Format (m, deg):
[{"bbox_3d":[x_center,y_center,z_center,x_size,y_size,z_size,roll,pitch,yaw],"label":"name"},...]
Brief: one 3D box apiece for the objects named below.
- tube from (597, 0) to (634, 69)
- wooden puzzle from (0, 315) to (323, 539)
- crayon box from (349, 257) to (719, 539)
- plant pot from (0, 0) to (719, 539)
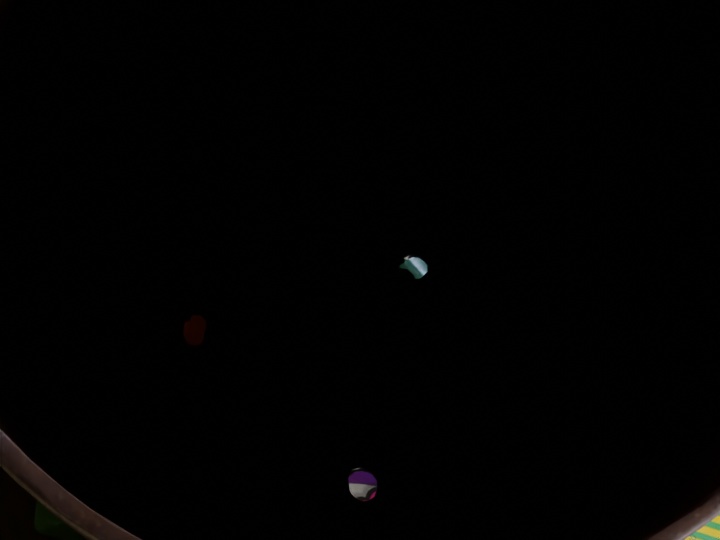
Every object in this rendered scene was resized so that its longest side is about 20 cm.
[{"bbox_3d":[0.118,-0.105,0.693,0.200,0.058,0.052,-52,176,-28],"label":"tube"},{"bbox_3d":[-0.072,0.015,0.788,0.046,0.201,0.185,25,150,-30],"label":"wooden puzzle"},{"bbox_3d":[0.010,0.052,0.856,0.200,0.173,0.058,-19,-150,50],"label":"crayon box"},{"bbox_3d":[-0.003,-0.006,0.609,0.186,0.188,0.200,-26,168,-11],"label":"plant pot"}]
